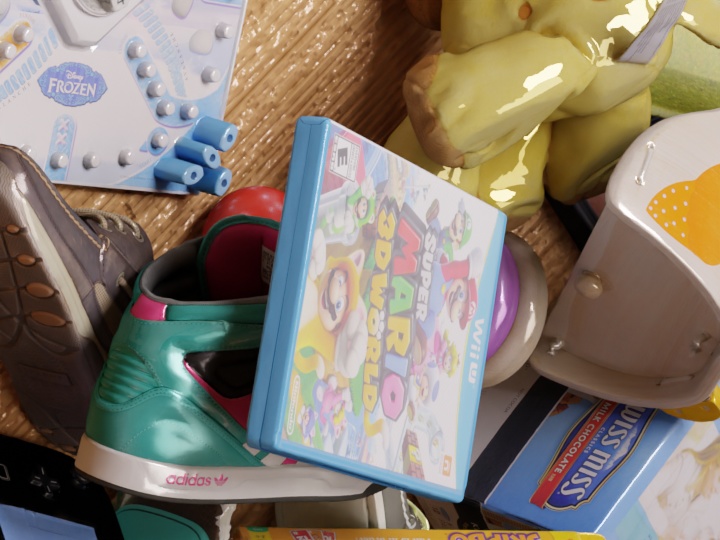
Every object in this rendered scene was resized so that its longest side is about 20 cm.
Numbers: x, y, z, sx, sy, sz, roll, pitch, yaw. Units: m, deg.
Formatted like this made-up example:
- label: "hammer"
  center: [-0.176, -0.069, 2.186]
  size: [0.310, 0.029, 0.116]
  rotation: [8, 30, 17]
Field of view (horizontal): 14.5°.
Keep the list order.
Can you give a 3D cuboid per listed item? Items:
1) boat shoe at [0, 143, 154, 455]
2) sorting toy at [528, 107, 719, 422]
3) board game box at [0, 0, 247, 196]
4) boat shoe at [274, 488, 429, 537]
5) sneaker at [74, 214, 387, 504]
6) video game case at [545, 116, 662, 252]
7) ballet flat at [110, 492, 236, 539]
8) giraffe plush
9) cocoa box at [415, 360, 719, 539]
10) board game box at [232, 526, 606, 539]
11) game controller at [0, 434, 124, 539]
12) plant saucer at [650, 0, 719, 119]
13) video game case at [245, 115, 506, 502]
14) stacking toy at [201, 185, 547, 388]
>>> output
- label: "boat shoe"
  center: [-0.134, 0.006, 1.266]
  size: [0.073, 0.074, 0.200]
  rotation: [-61, 151, -31]
- label: "sorting toy"
  center: [0.184, -0.036, 1.444]
  size: [0.180, 0.107, 0.200]
  rotation: [-59, 175, -25]
- label: "board game box"
  center: [-0.114, -0.135, 1.262]
  size: [0.200, 0.026, 0.200]
  rotation: [4, 101, -48]
- label: "boat shoe"
  center: [0.002, 0.149, 1.463]
  size: [0.060, 0.072, 0.202]
  rotation: [-30, 131, -37]
- label: "sneaker"
  center: [-0.041, 0.037, 1.278]
  size: [0.200, 0.084, 0.121]
  rotation: [1, 104, -52]
- label: "video game case"
  center: [0.190, -0.065, 1.623]
  size: [0.181, 0.025, 0.200]
  rotation: [-55, 137, -18]
- label: "ballet flat"
  center: [-0.081, 0.114, 1.362]
  size: [0.072, 0.072, 0.200]
  rotation: [29, 83, -49]
- label: "giraffe plush"
  center: [0.067, -0.133, 1.377]
  size: [0.173, 0.162, 0.200]
  rotation: [-6, 148, -44]
- label: "cocoa box"
  center: [0.143, 0.146, 1.568]
  size: [0.133, 0.131, 0.200]
  rotation: [-50, 135, -23]
- label: "board game box"
  center: [0.026, 0.173, 1.420]
  size: [0.200, 0.030, 0.096]
  rotation: [1, 122, -21]
- label: "game controller"
  center: [-0.131, 0.157, 1.247]
  size: [0.042, 0.200, 0.104]
  rotation: [-36, 143, 17]
- label: "plant saucer"
  center: [0.170, -0.183, 1.514]
  size: [0.200, 0.048, 0.200]
  rotation: [12, 95, -34]
- label: "video game case"
  center: [0.011, 0.023, 1.271]
  size: [0.200, 0.018, 0.143]
  rotation: [24, 73, -63]
- label: "stacking toy"
  center: [0.000, 0.000, 1.409]
  size: [0.200, 0.085, 0.085]
  rotation: [17, 91, -42]
